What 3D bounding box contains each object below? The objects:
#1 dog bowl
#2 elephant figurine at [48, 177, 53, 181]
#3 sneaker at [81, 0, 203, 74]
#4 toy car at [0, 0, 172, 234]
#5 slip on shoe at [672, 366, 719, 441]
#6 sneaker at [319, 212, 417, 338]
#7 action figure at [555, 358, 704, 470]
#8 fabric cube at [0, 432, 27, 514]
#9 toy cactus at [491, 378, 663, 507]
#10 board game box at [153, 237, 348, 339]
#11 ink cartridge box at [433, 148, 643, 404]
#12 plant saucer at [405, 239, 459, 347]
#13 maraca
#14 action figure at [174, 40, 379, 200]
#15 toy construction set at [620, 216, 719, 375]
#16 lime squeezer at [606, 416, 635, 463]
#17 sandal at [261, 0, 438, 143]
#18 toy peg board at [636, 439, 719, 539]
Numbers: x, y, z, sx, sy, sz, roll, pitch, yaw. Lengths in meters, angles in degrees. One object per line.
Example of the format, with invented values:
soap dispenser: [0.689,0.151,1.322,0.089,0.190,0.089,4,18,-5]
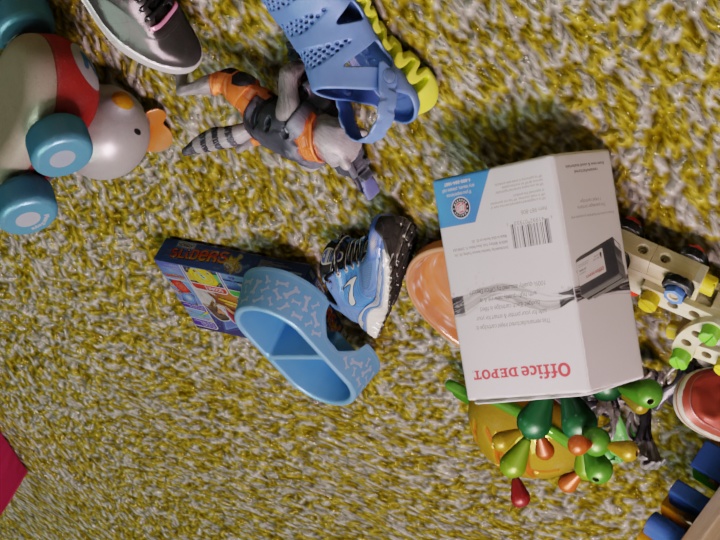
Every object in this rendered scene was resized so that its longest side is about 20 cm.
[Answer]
dog bowl: [-0.062,0.077,1.784,0.111,0.050,0.200,-3,140,42]
elephant figurine: [-0.378,-0.122,1.704,0.199,0.156,0.141,30,-171,22]
sneaker: [-0.196,-0.254,1.423,0.200,0.071,0.099,48,150,-22]
toy car: [-0.269,-0.151,1.610,0.199,0.185,0.177,0,145,-36]
slip on shoe: [0.384,0.125,1.491,0.198,0.075,0.061,10,162,-5]
sneaker: [0.000,0.000,1.653,0.089,0.079,0.200,24,151,3]
action figure: [0.267,0.134,1.598,0.118,0.103,0.199,24,152,-37]
fabric cube: [-0.697,0.332,2.652,0.195,0.201,0.200,15,150,20]
toy cactus: [0.189,0.125,1.533,0.102,0.166,0.200,-1,153,-35]
board game box: [-0.124,0.031,1.851,0.198,0.035,0.136,11,147,29]
ink cartridge box: [0.153,0.007,1.412,0.144,0.084,0.202,-9,90,48]
plant saucer: [0.141,0.029,1.620,0.199,0.038,0.201,21,149,13]
maraca: [0.166,0.160,1.741,0.137,0.107,0.200,39,170,-26]
action figure: [-0.065,-0.118,1.502,0.193,0.105,0.201,14,146,44]
toy construction set: [0.259,0.026,1.470,0.198,0.093,0.132,11,149,8]
lime squeezer: [0.259,0.183,1.761,0.070,0.038,0.200,26,152,5]
sandal: [-0.018,-0.183,1.373,0.200,0.087,0.079,43,150,-20]
toy peg board: [0.339,0.239,1.629,0.097,0.200,0.200,30,157,29]
